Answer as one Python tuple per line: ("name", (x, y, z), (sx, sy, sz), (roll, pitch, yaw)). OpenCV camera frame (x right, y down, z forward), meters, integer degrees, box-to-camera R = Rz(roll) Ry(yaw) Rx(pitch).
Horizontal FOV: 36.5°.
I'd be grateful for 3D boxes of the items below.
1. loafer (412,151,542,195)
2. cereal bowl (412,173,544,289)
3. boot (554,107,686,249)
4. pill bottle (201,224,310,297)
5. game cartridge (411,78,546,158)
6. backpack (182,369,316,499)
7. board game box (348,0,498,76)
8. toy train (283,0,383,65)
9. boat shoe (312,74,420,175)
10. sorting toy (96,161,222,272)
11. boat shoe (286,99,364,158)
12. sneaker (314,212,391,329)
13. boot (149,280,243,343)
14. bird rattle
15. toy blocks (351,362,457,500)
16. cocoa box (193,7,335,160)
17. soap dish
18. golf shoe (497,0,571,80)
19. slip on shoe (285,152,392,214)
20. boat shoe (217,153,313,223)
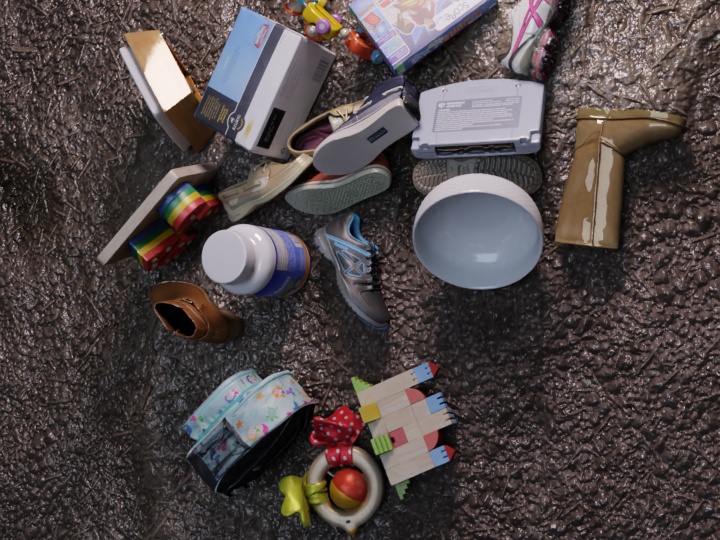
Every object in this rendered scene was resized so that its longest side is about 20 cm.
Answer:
("loafer", (0.181, -0.146, 1.682), (0.197, 0.068, 0.077), (3, 88, 8))
("cereal bowl", (0.177, -0.069, 1.633), (0.197, 0.201, 0.084), (-13, 41, 23))
("boot", (0.380, -0.131, 1.595), (0.173, 0.066, 0.203), (8, 90, 36))
("pill bottle", (-0.170, -0.015, 1.758), (0.110, 0.199, 0.114), (-1, 87, 24))
("game cartridge", (0.182, -0.233, 1.664), (0.197, 0.041, 0.135), (0, 57, 19))
("backpack", (-0.174, 0.245, 1.763), (0.199, 0.177, 0.151), (-40, 78, 13))
("board game box", (0.099, -0.418, 1.715), (0.199, 0.034, 0.136), (-35, 74, 1))
("toy train", (-0.051, -0.401, 1.765), (0.056, 0.149, 0.201), (-49, 63, 27))
("boat shoe", (0.011, -0.228, 1.715), (0.198, 0.075, 0.094), (-26, 37, 26))
("sorting toy", (-0.320, -0.080, 1.837), (0.070, 0.199, 0.200), (44, 105, 3))
("boat shoe", (-0.030, -0.229, 1.777), (0.198, 0.066, 0.075), (-26, 78, 20))
("sneaker", (0.000, 0.000, 1.751), (0.082, 0.073, 0.202), (-35, 75, 18))
("boot", (-0.309, 0.070, 1.840), (0.199, 0.155, 0.077), (30, 100, 22))
("bird rattle", (-0.034, 0.331, 1.760), (0.162, 0.113, 0.201), (34, 88, 10))
("toy blocks", (0.086, 0.237, 1.701), (0.135, 0.100, 0.202), (-23, 78, 10))
("cocoa box", (-0.158, -0.305, 1.801), (0.130, 0.133, 0.202), (30, 100, 23))
("soap dish", (-0.321, -0.304, 1.850), (0.081, 0.200, 0.159), (-30, 75, 0))
("golf shoe", (0.267, -0.395, 1.649), (0.091, 0.072, 0.203), (20, 96, 25))
("slip on shoe", (-0.035, -0.143, 1.784), (0.198, 0.074, 0.062), (-18, 46, 28))
("boat shoe", (-0.160, -0.149, 1.810), (0.199, 0.072, 0.065), (-29, 98, 36))
